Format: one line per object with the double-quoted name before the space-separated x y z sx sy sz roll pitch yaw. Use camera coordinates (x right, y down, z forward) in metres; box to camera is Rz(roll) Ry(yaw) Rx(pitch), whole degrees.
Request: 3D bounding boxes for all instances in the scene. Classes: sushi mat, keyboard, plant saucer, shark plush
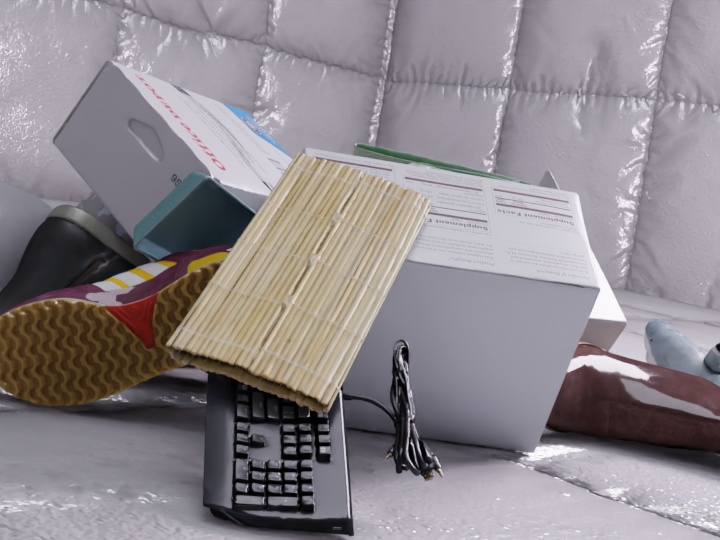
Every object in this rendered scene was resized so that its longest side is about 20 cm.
"sushi mat" -0.029 -0.001 0.672 0.095 0.012 0.201 20 41 8
"keyboard" -0.021 0.064 0.629 0.125 0.021 0.201 8 36 -11
"plant saucer" -0.097 -0.017 0.838 0.019 0.070 0.200 48 4 23
"shark plush" 0.313 0.100 1.040 0.090 0.085 0.200 8 4 -12

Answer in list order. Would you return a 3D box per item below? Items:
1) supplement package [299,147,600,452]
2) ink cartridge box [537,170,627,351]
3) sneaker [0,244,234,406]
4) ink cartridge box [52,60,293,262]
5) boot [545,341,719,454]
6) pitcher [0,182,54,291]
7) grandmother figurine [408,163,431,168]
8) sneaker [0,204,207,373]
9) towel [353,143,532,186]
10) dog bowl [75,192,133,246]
"supplement package" 0.043 0.024 0.798 0.197 0.157 0.112 9 38 -6
"ink cartridge box" 0.154 0.010 1.038 0.067 0.117 0.201 6 42 -23
"sneaker" -0.146 0.034 0.752 0.197 0.076 0.090 -12 10 1
"ink cartridge box" -0.124 -0.073 0.914 0.145 0.084 0.199 46 15 22
"boot" 0.241 0.106 0.881 0.199 0.073 0.165 10 1 -45
"pitcher" -0.256 0.007 0.918 0.170 0.123 0.199 20 -2 36
"grandmother figurine" 0.000 0.000 0.886 0.120 0.201 0.061 22 31 -26
"sneaker" -0.171 0.052 0.845 0.199 0.107 0.075 35 -29 -8
"towel" 0.056 0.011 0.910 0.151 0.202 0.023 14 28 16
"dog bowl" -0.154 -0.009 0.997 0.200 0.059 0.200 44 4 -4
